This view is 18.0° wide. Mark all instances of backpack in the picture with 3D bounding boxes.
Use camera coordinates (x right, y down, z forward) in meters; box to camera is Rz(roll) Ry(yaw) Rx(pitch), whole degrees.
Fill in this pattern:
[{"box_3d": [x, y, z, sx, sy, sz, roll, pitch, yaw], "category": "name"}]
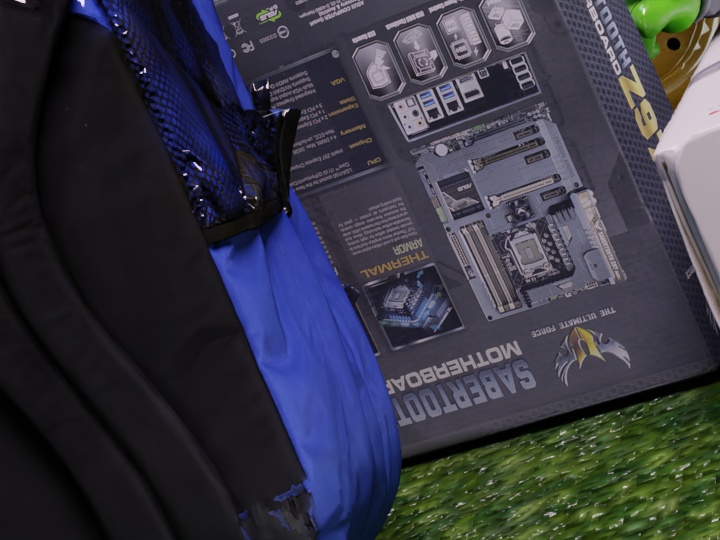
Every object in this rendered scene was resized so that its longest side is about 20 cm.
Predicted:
[{"box_3d": [-0.074, 0.014, 0.611, 0.162, 0.201, 0.168, -25, 1, 22], "category": "backpack"}]

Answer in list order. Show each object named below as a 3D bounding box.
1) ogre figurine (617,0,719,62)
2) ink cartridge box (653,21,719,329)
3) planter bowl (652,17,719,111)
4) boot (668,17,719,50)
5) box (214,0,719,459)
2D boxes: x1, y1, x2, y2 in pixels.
[{"box_3d": [0.091, -0.144, 0.763, 0.119, 0.099, 0.200, -13, 22, -18], "category": "ogre figurine"}, {"box_3d": [0.173, -0.047, 0.648, 0.146, 0.083, 0.200, -20, 12, 20], "category": "ink cartridge box"}, {"box_3d": [0.095, -0.121, 0.859, 0.199, 0.201, 0.084, -28, -16, -17], "category": "planter bowl"}, {"box_3d": [0.165, -0.119, 1.017, 0.164, 0.066, 0.199, -17, 12, -30], "category": "boot"}, {"box_3d": [0.000, -0.021, 0.705, 0.199, 0.159, 0.051, -19, 13, 30], "category": "box"}]
